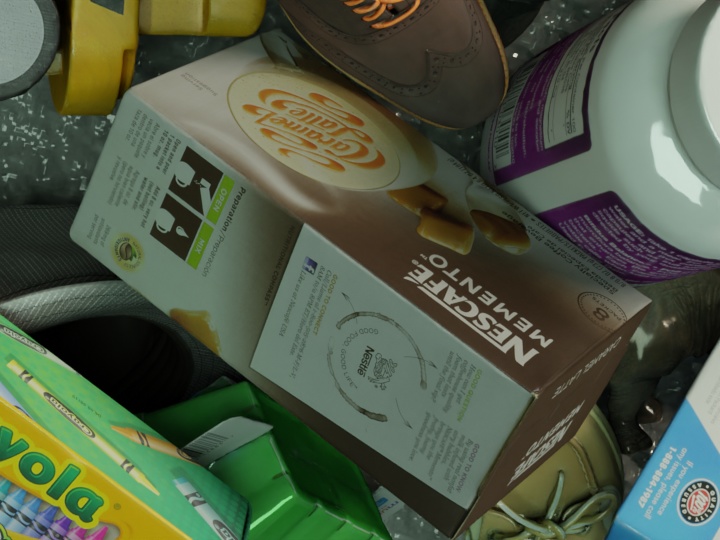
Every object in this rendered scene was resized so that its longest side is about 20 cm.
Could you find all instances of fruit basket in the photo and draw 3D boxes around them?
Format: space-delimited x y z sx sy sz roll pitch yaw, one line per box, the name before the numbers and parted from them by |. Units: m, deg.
fruit basket | -0.097 0.130 0.969 0.199 0.185 0.094 -28 62 16

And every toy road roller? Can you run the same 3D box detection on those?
toy road roller | -0.112 -0.164 0.897 0.145 0.123 0.202 0 107 -15

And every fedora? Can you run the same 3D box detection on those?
fedora | -0.152 0.032 0.947 0.199 0.177 0.091 -27 61 5

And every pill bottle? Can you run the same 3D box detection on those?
pill bottle | 0.129 -0.055 0.862 0.111 0.200 0.113 2 84 -17

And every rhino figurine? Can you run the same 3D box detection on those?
rhino figurine | 0.120 0.033 0.981 0.198 0.060 0.088 -5 109 0

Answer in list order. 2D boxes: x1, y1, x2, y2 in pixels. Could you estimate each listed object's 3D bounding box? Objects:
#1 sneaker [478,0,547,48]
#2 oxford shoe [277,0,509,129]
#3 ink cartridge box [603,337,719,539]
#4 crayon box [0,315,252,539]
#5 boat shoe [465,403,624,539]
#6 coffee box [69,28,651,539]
sneaker | 0.102 -0.142 0.875 0.104 0.060 0.201 45 137 23
oxford shoe | -0.004 -0.115 0.854 0.071 0.073 0.200 -39 124 12
ink cartridge box | 0.213 0.116 0.892 0.199 0.068 0.116 31 72 11
crayon box | -0.155 0.086 0.843 0.200 0.058 0.119 38 109 -11
boat shoe | 0.086 0.131 0.971 0.073 0.063 0.201 -7 131 7
coffee box | 0.000 0.000 0.865 0.200 0.114 0.080 37 124 16
